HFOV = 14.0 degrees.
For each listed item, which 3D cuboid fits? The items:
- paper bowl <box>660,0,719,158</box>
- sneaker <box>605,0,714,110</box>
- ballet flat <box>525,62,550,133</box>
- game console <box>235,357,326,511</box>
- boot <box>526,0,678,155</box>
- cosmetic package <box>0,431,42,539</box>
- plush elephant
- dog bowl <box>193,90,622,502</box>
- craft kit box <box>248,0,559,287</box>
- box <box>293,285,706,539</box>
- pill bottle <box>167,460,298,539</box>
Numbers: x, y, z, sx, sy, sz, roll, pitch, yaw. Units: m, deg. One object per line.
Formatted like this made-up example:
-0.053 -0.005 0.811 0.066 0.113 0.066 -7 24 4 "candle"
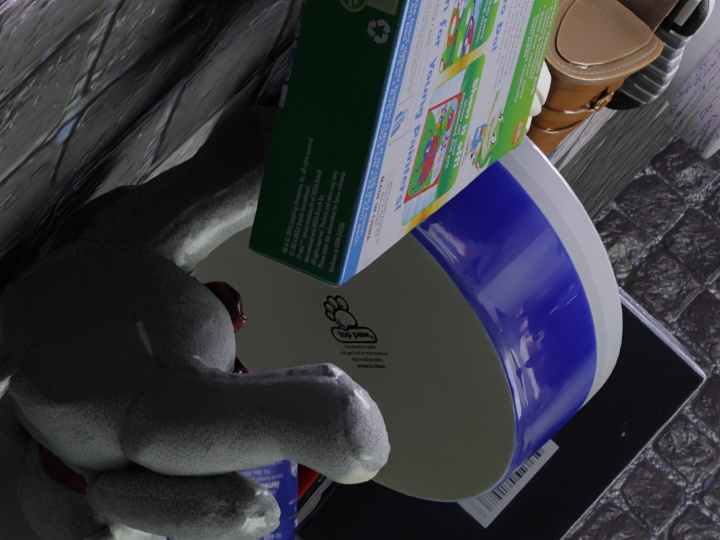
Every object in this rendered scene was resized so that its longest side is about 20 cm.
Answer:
0.367 -0.215 2.858 0.201 0.104 0.201 -48 174 -6 "paper bowl"
0.224 -0.199 2.127 0.116 0.075 0.200 -58 -174 -29 "sneaker"
0.070 -0.102 1.626 0.200 0.065 0.071 124 -17 -67 "ballet flat"
-0.035 0.062 1.736 0.118 0.173 0.200 4 133 -48 "game console"
0.141 -0.128 1.978 0.155 0.074 0.200 -50 173 36 "boot"
-0.160 0.173 1.287 0.103 0.087 0.201 -33 151 -44 "cosmetic package"
-0.086 0.062 1.167 0.199 0.165 0.155 -21 152 -5 "plush elephant"
0.017 0.005 1.327 0.079 0.200 0.200 -43 172 -31 "dog bowl"
0.035 -0.118 1.111 0.197 0.048 0.201 -33 141 -59 "craft kit box"
0.074 0.088 1.511 0.200 0.104 0.182 -48 179 4 "box"
-0.091 0.161 1.470 0.120 0.119 0.201 -19 112 -77 "pill bottle"
